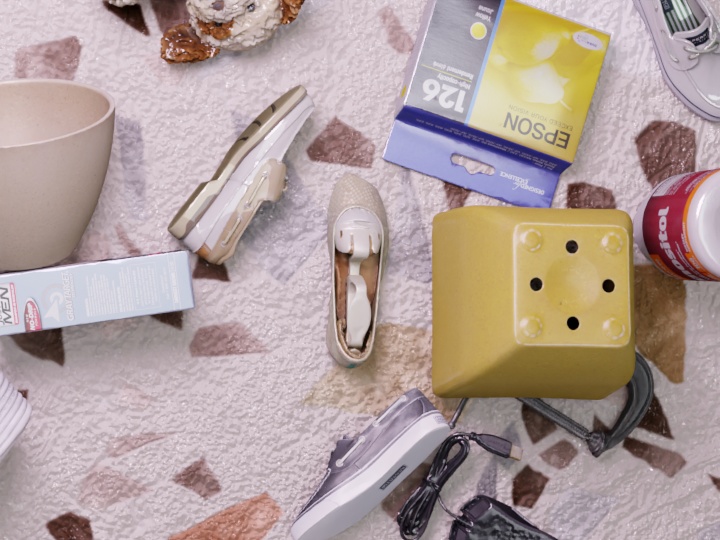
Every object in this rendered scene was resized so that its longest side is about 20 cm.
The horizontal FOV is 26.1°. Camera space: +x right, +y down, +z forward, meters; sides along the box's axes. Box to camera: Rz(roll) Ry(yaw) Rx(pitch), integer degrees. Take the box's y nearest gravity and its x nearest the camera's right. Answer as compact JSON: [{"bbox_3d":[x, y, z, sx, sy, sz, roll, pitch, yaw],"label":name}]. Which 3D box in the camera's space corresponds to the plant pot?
[{"bbox_3d":[0.183,0.025,1.549,0.193,0.200,0.197,1,82,-8],"label":"plant pot"}]

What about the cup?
[{"bbox_3d":[-0.330,-0.085,1.490,0.198,0.201,0.145,-5,114,-10],"label":"cup"}]

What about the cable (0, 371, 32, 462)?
[{"bbox_3d":[-0.392,0.181,1.456,0.069,0.199,0.201,44,48,-13],"label":"cable"}]

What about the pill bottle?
[{"bbox_3d":[0.354,-0.045,1.592,0.111,0.200,0.115,0,90,-10],"label":"pill bottle"}]

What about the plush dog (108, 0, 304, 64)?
[{"bbox_3d":[-0.145,-0.299,1.553,0.198,0.161,0.173,-22,110,18],"label":"plush dog"}]

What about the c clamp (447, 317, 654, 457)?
[{"bbox_3d":[0.211,0.130,1.658,0.198,0.027,0.172,26,80,-8],"label":"c clamp"}]

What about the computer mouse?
[{"bbox_3d":[0.149,0.253,1.632,0.198,0.046,0.142,26,93,-1],"label":"computer mouse"}]

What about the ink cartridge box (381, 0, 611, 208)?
[{"bbox_3d":[0.143,-0.184,1.635,0.195,0.047,0.202,17,84,-11],"label":"ink cartridge box"}]

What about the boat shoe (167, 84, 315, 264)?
[{"bbox_3d":[-0.108,-0.096,1.579,0.068,0.075,0.200,41,90,-14],"label":"boat shoe"}]

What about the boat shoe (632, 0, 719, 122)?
[{"bbox_3d":[0.348,-0.247,1.659,0.073,0.067,0.201,-36,96,-8],"label":"boat shoe"}]

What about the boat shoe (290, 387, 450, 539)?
[{"bbox_3d":[-0.002,0.200,1.598,0.200,0.072,0.068,-43,63,6],"label":"boat shoe"}]

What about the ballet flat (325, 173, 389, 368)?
[{"bbox_3d":[0.000,0.000,1.598,0.067,0.062,0.203,0,89,-10],"label":"ballet flat"}]

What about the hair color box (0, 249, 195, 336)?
[{"bbox_3d":[-0.267,0.021,1.531,0.197,0.099,0.061,-8,92,-10],"label":"hair color box"}]
